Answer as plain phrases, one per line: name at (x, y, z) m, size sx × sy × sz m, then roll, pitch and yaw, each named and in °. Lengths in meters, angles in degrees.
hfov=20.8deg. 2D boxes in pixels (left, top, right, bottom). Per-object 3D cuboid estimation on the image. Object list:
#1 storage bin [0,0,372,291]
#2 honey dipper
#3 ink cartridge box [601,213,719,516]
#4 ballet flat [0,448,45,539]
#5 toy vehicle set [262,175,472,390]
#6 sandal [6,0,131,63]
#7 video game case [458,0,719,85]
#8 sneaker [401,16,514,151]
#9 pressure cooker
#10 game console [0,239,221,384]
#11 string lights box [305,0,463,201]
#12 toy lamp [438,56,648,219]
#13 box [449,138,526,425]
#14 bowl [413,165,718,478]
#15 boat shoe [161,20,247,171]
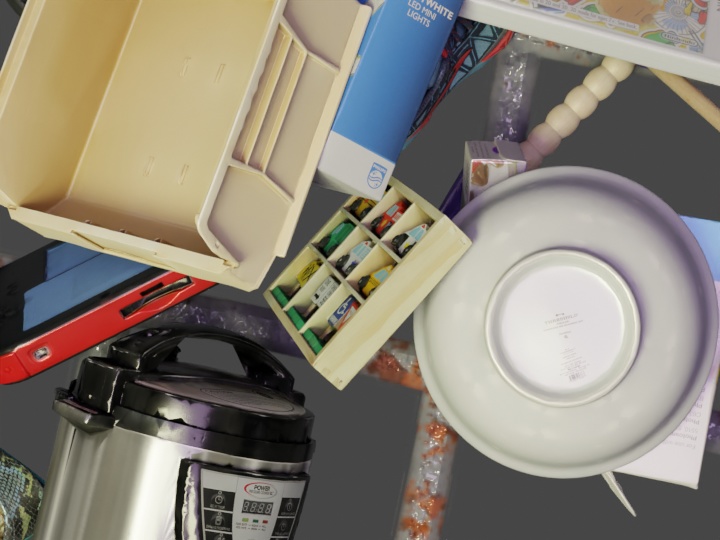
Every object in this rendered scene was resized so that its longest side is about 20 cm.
storage bin at (-0.122, -0.109, 1.222) m, size 0.199 × 0.094 × 0.200 m, roll 14°, pitch 79°, yaw 34°
honey dipper at (0.199, -0.140, 1.309) m, size 0.038 × 0.038 × 0.200 m, roll -46°, pitch 66°, yaw 2°
ink cartridge box at (0.174, 0.057, 1.334) m, size 0.124 × 0.129 × 0.202 m, roll 11°, pitch 92°, yaw 0°
ballet flat at (-0.304, 0.122, 1.361) m, size 0.199 × 0.074 × 0.074 m, roll 37°, pitch 92°, yaw 0°
toy vehicle set at (0.000, 0.000, 1.298) m, size 0.026 × 0.200 × 0.124 m, roll 41°, pitch 91°, yaw -17°
sandal at (-0.162, -0.145, 1.360) m, size 0.199 × 0.075 × 0.048 m, roll 27°, pitch 119°, yaw -2°
video game case at (0.168, -0.221, 1.326) m, size 0.198 × 0.023 × 0.183 m, roll 14°, pitch 55°, yaw 0°
sneaker at (0.051, -0.152, 1.343) m, size 0.079 × 0.096 × 0.201 m, roll 35°, pitch 92°, yaw -2°
pressure cooker at (-0.124, 0.136, 1.307) m, size 0.177 × 0.176 × 0.202 m, roll 14°, pitch 91°, yaw 2°
game console at (-0.169, -0.004, 1.312) m, size 0.199 × 0.177 × 0.031 m, roll -26°, pitch 115°, yaw 1°
string lights box at (0.005, -0.153, 1.269) m, size 0.059 × 0.102 × 0.201 m, roll 25°, pitch 85°, yaw -33°
toy lamp at (0.133, -0.094, 1.366) m, size 0.200 × 0.058 × 0.058 m, roll -44°, pitch 91°, yaw 2°
box at (0.085, 0.010, 1.342) m, size 0.038 × 0.042 × 0.202 m, roll 2°, pitch 113°, yaw -3°
bowl at (0.127, 0.034, 1.227) m, size 0.199 × 0.090 × 0.203 m, roll 0°, pitch 91°, yaw 8°
boat shoe at (-0.073, -0.138, 1.304) m, size 0.073 × 0.062 × 0.201 m, roll 35°, pitch 87°, yaw -9°
